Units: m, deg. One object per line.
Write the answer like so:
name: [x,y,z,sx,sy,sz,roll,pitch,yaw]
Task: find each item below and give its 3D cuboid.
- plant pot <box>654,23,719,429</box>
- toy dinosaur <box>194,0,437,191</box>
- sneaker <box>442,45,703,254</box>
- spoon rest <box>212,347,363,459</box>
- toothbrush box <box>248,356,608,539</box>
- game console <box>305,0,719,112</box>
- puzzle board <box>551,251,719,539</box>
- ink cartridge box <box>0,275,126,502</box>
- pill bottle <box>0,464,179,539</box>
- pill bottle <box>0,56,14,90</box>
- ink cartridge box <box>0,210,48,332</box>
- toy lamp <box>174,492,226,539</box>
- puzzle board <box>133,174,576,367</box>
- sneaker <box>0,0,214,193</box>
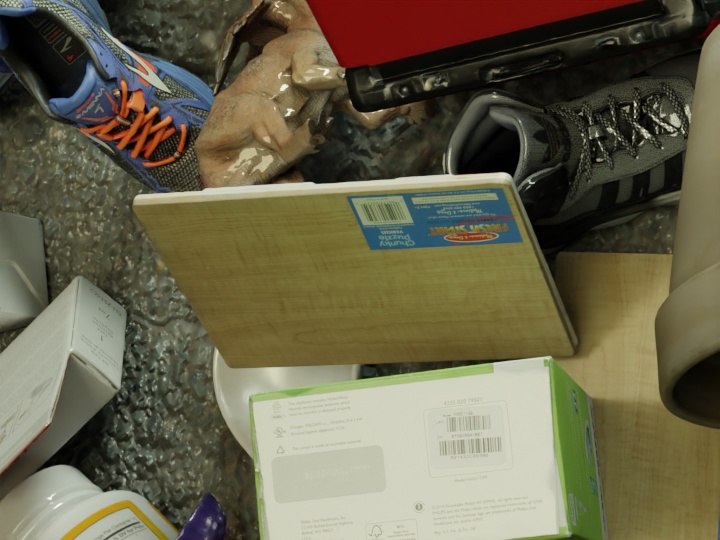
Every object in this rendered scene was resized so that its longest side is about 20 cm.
plant pot: [0.229,-0.032,1.101,0.199,0.200,0.175,-16,66,27]
toy dinosaur: [-0.052,-0.091,1.298,0.135,0.086,0.200,18,60,33]
sneaker: [0.125,-0.067,1.201,0.199,0.114,0.076,-26,72,25]
spoon rest: [-0.022,0.096,1.297,0.099,0.061,0.201,-33,69,22]
toothbrush box: [0.039,0.101,1.142,0.144,0.200,0.087,-7,79,11]
game console: [0.082,-0.158,1.192,0.199,0.172,0.120,-10,95,29]
puzzle board: [0.166,0.092,1.215,0.150,0.017,0.202,2,85,29]
ink cartridge box: [-0.220,0.118,1.355,0.200,0.045,0.177,-44,21,19]
pill bottle: [-0.126,0.201,1.314,0.200,0.109,0.110,41,104,28]
pill bottle: [-0.215,-0.199,1.411,0.200,0.119,0.120,-44,65,17]
ink cartridge box: [-0.306,0.014,1.438,0.199,0.116,0.068,-14,76,27]
toy lamp: [-0.015,0.197,1.244,0.199,0.058,0.058,33,101,1]
puzzle board: [0.000,0.000,1.209,0.199,0.151,0.017,-3,53,19]
sneaker: [-0.149,-0.100,1.345,0.200,0.079,0.075,39,111,-13]
